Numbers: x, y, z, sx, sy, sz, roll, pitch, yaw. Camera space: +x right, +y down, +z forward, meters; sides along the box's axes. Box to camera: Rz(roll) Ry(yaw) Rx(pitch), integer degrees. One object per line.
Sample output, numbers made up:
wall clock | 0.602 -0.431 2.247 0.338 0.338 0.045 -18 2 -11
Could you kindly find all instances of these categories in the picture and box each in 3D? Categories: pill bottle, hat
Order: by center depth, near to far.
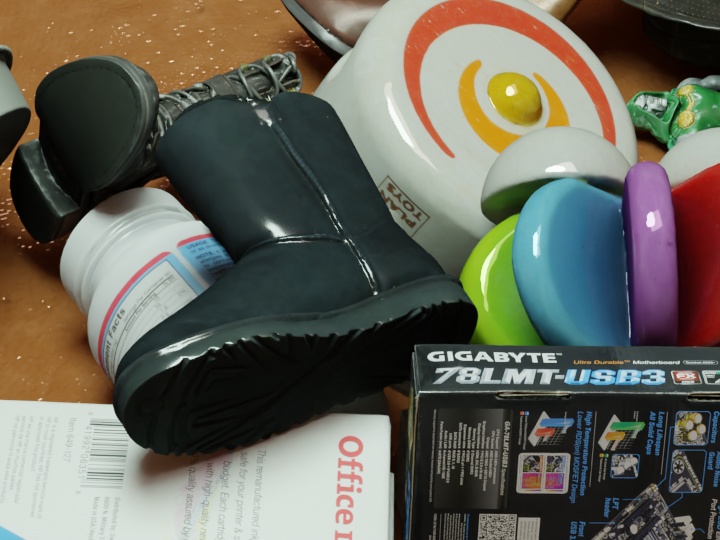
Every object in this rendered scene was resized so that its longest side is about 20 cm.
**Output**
pill bottle | -0.080 0.044 1.224 0.108 0.109 0.200 -25 50 -25
hat | 0.243 -0.183 1.487 0.199 0.081 0.201 1 39 -1

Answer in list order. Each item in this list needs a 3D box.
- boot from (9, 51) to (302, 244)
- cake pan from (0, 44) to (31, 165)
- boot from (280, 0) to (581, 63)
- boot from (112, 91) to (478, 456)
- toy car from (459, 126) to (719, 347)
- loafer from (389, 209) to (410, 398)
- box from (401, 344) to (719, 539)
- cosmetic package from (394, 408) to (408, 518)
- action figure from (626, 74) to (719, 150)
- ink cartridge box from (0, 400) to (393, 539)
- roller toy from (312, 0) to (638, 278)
boot | -0.106 -0.093 1.300 0.173 0.200 0.070 -25 83 -30
cake pan | -0.260 -0.045 1.261 0.037 0.200 0.200 46 54 1
boot | 0.064 -0.202 1.437 0.188 0.068 0.201 33 86 26
boot | -0.062 -0.006 1.091 0.199 0.077 0.168 -16 51 -30
toy car | 0.150 0.005 1.114 0.198 0.150 0.176 0 72 -5
loafer | 0.000 0.000 1.184 0.200 0.070 0.070 41 13 21
box | 0.119 0.132 1.080 0.197 0.201 0.050 0 28 -3
cosmetic package | 0.126 0.117 1.186 0.198 0.073 0.104 -8 45 -10
action figure | 0.267 -0.097 1.426 0.198 0.055 0.119 1 47 4
ink cartridge box | -0.085 0.166 1.075 0.198 0.145 0.148 3 44 1
roller toy | 0.060 -0.063 1.279 0.181 0.140 0.201 11 55 -25
